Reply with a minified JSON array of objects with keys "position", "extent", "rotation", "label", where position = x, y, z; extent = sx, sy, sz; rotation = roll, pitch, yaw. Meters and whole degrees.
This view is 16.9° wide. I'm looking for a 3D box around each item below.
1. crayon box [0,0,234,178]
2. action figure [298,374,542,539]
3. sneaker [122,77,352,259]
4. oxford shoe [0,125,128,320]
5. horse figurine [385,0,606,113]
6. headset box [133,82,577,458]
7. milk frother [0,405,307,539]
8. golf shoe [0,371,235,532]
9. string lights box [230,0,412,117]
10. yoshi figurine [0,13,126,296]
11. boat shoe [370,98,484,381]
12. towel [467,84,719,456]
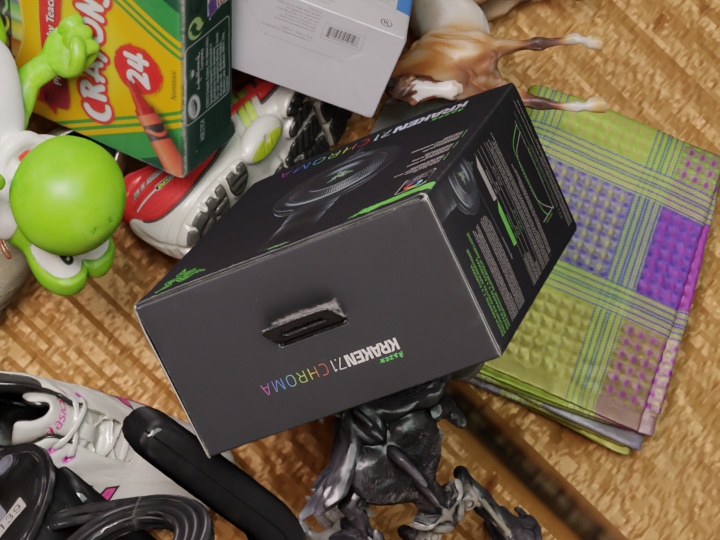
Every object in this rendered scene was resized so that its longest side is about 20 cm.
[{"position":[-0.164,-0.145,1.327],"extent":[0.199,0.127,0.051],"rotation":[24,45,23],"label":"crayon box"},{"position":[0.021,0.114,1.340],"extent":[0.119,0.102,0.200],"rotation":[-48,129,-13],"label":"action figure"},{"position":[-0.070,-0.090,1.411],"extent":[0.085,0.077,0.200],"rotation":[24,55,26],"label":"sneaker"},{"position":[-0.207,-0.019,1.353],"extent":[0.071,0.074,0.200],"rotation":[42,70,-1],"label":"oxford shoe"},{"position":[0.074,-0.146,1.446],"extent":[0.132,0.050,0.200],"rotation":[-1,39,-1],"label":"horse figurine"},{"position":[0.000,0.000,1.254],"extent":[0.093,0.174,0.200],"rotation":[64,25,-13],"label":"headset box"},{"position":[-0.109,0.189,1.217],"extent":[0.180,0.200,0.188],"rotation":[-42,118,10],"label":"milk frother"},{"position":[-0.161,0.099,1.326],"extent":[0.199,0.092,0.073],"rotation":[10,72,-14],"label":"golf shoe"},{"position":[-0.020,-0.179,1.395],"extent":[0.102,0.059,0.200],"rotation":[20,35,-6],"label":"string lights box"},{"position":[-0.184,-0.081,1.256],"extent":[0.112,0.112,0.200],"rotation":[-33,99,9],"label":"yoshi figurine"},{"position":[0.045,-0.026,1.421],"extent":[0.064,0.070,0.201],"rotation":[44,37,-43],"label":"boat shoe"},{"position":[0.134,-0.003,1.468],"extent":[0.143,0.023,0.201],"rotation":[22,71,-8],"label":"towel"}]
